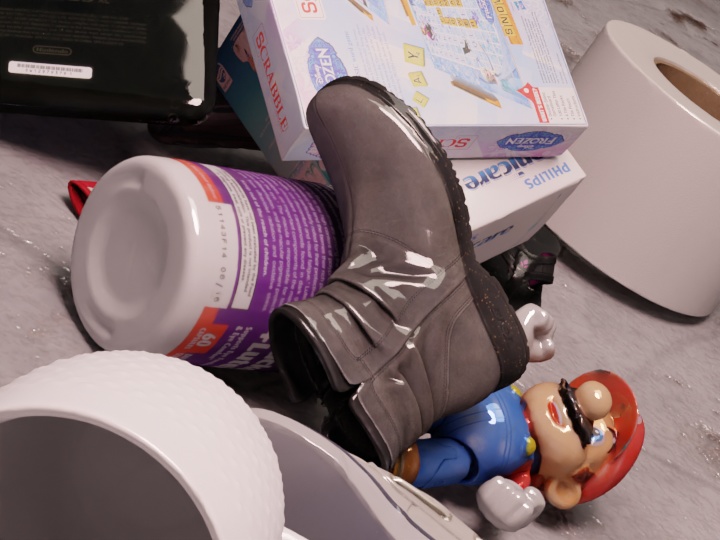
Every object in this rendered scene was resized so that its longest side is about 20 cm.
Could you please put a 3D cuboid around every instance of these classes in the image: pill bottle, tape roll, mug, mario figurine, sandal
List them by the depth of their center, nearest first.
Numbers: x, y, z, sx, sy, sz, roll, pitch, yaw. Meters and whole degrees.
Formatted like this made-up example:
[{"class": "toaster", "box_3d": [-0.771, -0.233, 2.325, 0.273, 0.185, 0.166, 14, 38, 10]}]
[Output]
[{"class": "mug", "box_3d": [-0.082, 0.118, 0.906, 0.200, 0.148, 0.175, 26, 14, 5]}, {"class": "pill bottle", "box_3d": [-0.053, 0.002, 1.209, 0.200, 0.111, 0.111, 7, 34, -43]}, {"class": "mario figurine", "box_3d": [0.088, 0.081, 1.223, 0.200, 0.124, 0.106, 4, 1, -37]}, {"class": "sandal", "box_3d": [0.107, -0.013, 1.505, 0.075, 0.048, 0.200, 32, 23, -3]}, {"class": "tape roll", "box_3d": [0.232, -0.079, 1.653, 0.203, 0.139, 0.203, 31, 19, -12]}]

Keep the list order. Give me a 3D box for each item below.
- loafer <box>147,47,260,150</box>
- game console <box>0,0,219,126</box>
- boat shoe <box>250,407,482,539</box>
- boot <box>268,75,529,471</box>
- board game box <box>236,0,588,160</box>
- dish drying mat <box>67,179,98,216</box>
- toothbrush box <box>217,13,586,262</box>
[{"class": "loafer", "box_3d": [-0.049, -0.113, 1.436, 0.200, 0.063, 0.072, -1, 61, -30]}, {"class": "game console", "box_3d": [-0.192, -0.146, 1.354, 0.200, 0.116, 0.176, 3, 60, -7]}, {"class": "boat shoe", "box_3d": [0.010, 0.134, 1.088, 0.200, 0.072, 0.066, 33, 20, 0]}, {"class": "boot", "box_3d": [0.000, 0.000, 1.136, 0.132, 0.070, 0.200, -28, 86, -38]}, {"class": "board game box", "box_3d": [0.022, -0.163, 1.326, 0.199, 0.041, 0.200, -2, 62, -28]}, {"class": "dish drying mat", "box_3d": [-0.090, -0.027, 1.332, 0.200, 0.018, 0.077, 0, 39, -50]}, {"class": "toothbrush box", "box_3d": [0.022, -0.094, 1.364, 0.146, 0.085, 0.200, -26, 74, -36]}]
